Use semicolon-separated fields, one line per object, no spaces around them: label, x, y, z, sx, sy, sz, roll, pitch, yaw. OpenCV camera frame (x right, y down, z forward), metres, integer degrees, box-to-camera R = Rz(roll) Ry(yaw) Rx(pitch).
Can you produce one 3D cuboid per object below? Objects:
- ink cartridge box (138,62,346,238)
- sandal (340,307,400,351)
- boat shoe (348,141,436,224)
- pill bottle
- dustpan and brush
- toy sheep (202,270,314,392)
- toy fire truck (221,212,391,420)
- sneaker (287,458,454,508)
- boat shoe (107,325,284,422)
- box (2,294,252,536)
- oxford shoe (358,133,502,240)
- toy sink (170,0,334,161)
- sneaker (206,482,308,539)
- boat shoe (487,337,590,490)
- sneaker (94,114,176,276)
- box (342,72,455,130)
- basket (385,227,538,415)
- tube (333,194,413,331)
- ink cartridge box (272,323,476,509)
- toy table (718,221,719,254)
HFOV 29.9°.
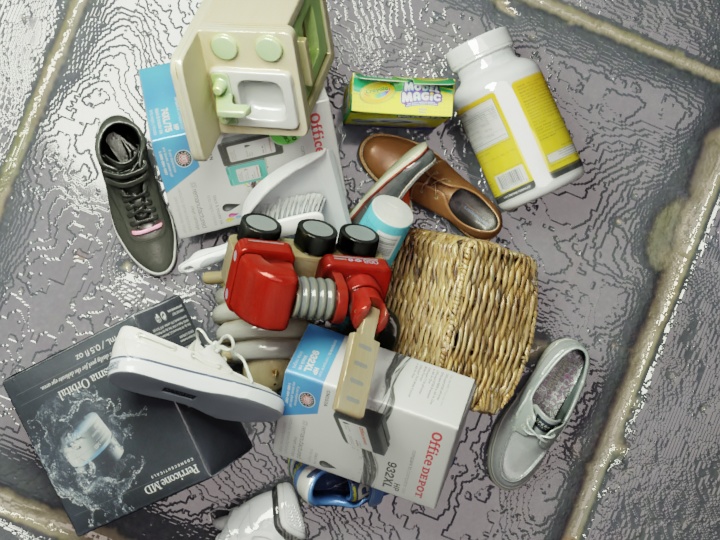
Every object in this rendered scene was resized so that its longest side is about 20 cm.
ink cartridge box;-0.133;-0.156;1.534;0.199;0.146;0.147;-14;133;-4
sandal;-0.020;0.124;1.604;0.080;0.057;0.201;40;104;-4
boat shoe;0.026;-0.068;1.580;0.063;0.071;0.200;44;116;-1
pill bottle;0.178;-0.180;1.598;0.112;0.112;0.201;-24;91;-4
dustpan and brush;-0.109;-0.045;1.498;0.199;0.140;0.057;-16;47;-1
toy sheep;-0.113;0.046;1.571;0.137;0.138;0.201;-2;84;-4
toy fire truck;-0.049;0.047;1.425;0.175;0.200;0.129;6;118;-20
sneaker;0.016;0.241;1.588;0.199;0.082;0.074;-8;112;-4
boat shoe;-0.170;0.101;1.441;0.201;0.075;0.086;18;60;-23
box;-0.263;0.163;1.530;0.196;0.117;0.201;-26;91;21
oxford shoe;0.088;-0.105;1.613;0.199;0.071;0.072;31;89;-1
toy sink;-0.103;-0.218;1.392;0.111;0.200;0.131;4;134;15
sneaker;-0.111;0.360;1.593;0.114;0.075;0.201;-13;85;-3
boat shoe;0.214;0.172;1.616;0.070;0.072;0.201;28;88;-3
sneaker;-0.266;-0.089;1.574;0.070;0.099;0.201;-17;92;-6
box;0.043;-0.193;1.545;0.117;0.200;0.049;3;89;-3
basket;0.114;0.060;1.616;0.142;0.149;0.201;14;88;-36
tube;0.000;0.000;1.566;0.077;0.050;0.200;34;130;6
ink cartridge box;0.014;0.164;1.505;0.199;0.084;0.146;18;132;7
toy table;0.512;-0.041;1.617;0.183;0.117;0.201;-12;89;-4
